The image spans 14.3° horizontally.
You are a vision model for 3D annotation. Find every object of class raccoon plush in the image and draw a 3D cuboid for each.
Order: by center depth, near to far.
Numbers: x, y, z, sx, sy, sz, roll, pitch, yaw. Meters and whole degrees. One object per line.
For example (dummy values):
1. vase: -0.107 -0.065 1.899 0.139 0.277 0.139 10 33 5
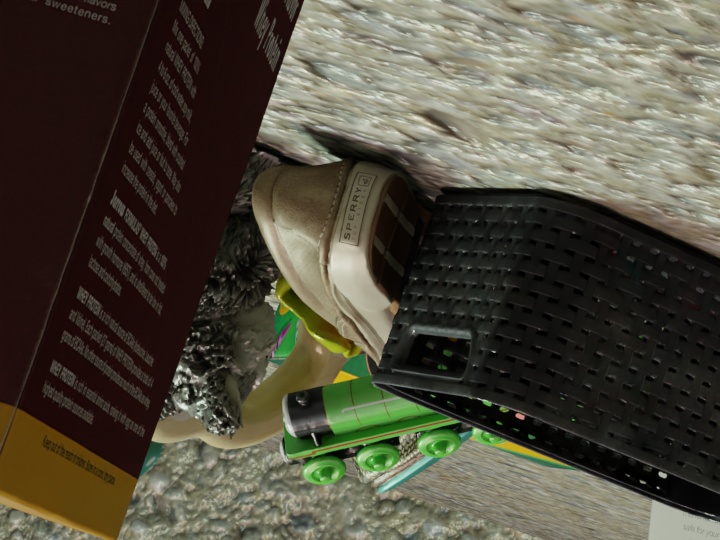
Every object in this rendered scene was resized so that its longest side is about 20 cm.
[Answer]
1. raccoon plush: -0.112 -0.006 1.352 0.200 0.134 0.097 23 172 -28

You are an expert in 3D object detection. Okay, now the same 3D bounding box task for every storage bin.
1. storage bin: 0.124 0.044 1.271 0.200 0.094 0.135 22 172 -24

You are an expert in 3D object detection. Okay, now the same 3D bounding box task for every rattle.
1. rattle: -0.052 0.076 1.486 0.143 0.200 0.130 40 151 24

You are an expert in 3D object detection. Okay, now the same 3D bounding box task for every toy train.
1. toy train: 0.052 0.062 1.436 0.200 0.042 0.056 -14 141 7

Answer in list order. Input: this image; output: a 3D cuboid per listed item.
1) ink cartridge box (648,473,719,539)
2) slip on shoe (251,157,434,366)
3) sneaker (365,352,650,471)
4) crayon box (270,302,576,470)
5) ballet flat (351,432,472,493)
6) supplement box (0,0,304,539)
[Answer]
1. ink cartridge box: 0.231 0.151 1.450 0.125 0.200 0.128 3 -174 -40
2. slip on shoe: 0.000 0.000 1.333 0.061 0.076 0.200 10 167 16
3. sneaker: 0.106 0.057 1.597 0.200 0.074 0.087 18 -171 26
4. crayon box: 0.052 0.061 1.727 0.200 0.058 0.119 22 173 -13
5. ballet flat: 0.065 0.055 1.525 0.200 0.075 0.068 -26 178 35
6. supplement box: -0.108 -0.048 0.771 0.133 0.200 0.197 18 173 7
